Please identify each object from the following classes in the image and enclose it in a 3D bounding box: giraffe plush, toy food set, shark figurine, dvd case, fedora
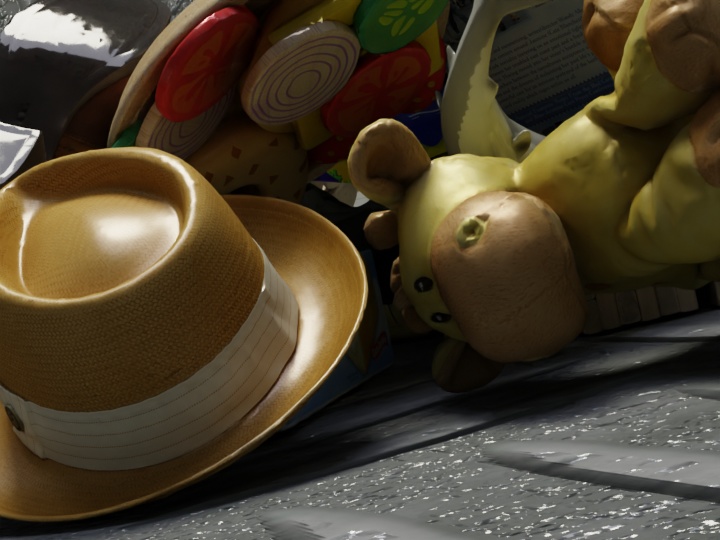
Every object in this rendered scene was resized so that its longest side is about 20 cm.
[{"bbox_3d":[0.085,-0.024,0.627,0.162,0.173,0.200,-21,-4,-1],"label":"giraffe plush"},{"bbox_3d":[-0.037,-0.082,0.750,0.200,0.049,0.198,-32,-23,-7],"label":"toy food set"},{"bbox_3d":[0.060,-0.075,0.717,0.128,0.090,0.215,-37,-40,0],"label":"shark figurine"},{"bbox_3d":[0.117,-0.106,0.806,0.143,0.200,0.018,-22,32,33],"label":"dvd case"},{"bbox_3d":[-0.097,0.007,0.611,0.200,0.082,0.201,-16,35,11],"label":"fedora"}]

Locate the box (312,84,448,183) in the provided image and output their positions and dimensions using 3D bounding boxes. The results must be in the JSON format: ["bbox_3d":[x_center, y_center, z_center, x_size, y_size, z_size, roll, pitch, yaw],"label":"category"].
[{"bbox_3d":[0.040,-0.157,0.879,0.200,0.193,0.122,3,34,2],"label":"box"}]

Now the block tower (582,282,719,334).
[{"bbox_3d":[0.164,-0.006,0.806,0.200,0.054,0.058,-13,3,-3],"label":"block tower"}]

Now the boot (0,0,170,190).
[{"bbox_3d":[-0.152,-0.023,0.782,0.068,0.200,0.188,15,47,5],"label":"boot"}]

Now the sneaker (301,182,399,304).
[{"bbox_3d":[0.000,0.000,0.904,0.073,0.082,0.200,36,-15,-31],"label":"sneaker"}]

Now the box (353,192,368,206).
[{"bbox_3d":[0.100,-0.049,1.167,0.200,0.131,0.199,-9,4,45],"label":"box"}]

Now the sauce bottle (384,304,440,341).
[{"bbox_3d":[0.041,0.009,0.960,0.200,0.066,0.066,-10,3,33],"label":"sauce bottle"}]

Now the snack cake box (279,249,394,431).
[{"bbox_3d":[-0.066,0.040,0.767,0.115,0.067,0.200,-11,3,15],"label":"snack cake box"}]

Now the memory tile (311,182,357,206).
[{"bbox_3d":[-0.055,-0.037,1.019,0.017,0.153,0.200,26,51,18],"label":"memory tile"}]
